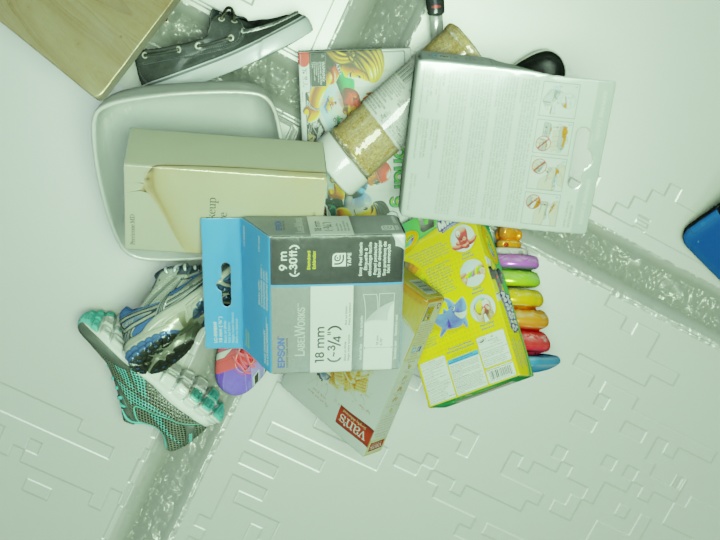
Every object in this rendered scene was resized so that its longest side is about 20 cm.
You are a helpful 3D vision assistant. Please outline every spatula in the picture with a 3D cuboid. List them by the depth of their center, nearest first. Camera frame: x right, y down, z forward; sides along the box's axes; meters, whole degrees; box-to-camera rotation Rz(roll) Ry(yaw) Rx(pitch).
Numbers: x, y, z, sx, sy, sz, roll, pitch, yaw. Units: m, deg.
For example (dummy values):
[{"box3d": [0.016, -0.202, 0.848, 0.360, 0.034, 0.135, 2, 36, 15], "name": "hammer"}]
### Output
[{"box3d": [0.083, -0.262, 1.074, 0.055, 0.021, 0.205, -4, 103, -1], "name": "spatula"}]

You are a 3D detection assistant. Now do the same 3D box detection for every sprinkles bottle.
[{"box3d": [0.041, -0.169, 1.039, 0.199, 0.068, 0.068, -41, 102, 7], "name": "sprinkles bottle"}]

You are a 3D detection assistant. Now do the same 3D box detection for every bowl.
[{"box3d": [-0.177, -0.113, 1.050, 0.195, 0.075, 0.203, -5, 126, -4], "name": "bowl"}]

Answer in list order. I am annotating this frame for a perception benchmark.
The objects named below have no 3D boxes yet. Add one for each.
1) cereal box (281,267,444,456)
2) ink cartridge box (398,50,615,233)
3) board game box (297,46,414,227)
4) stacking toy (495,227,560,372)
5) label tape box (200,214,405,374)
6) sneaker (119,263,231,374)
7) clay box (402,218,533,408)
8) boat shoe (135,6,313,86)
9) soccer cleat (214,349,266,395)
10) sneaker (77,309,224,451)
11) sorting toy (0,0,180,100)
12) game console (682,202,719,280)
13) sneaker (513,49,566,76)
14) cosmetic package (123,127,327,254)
[{"box3d": [-0.002, 0.081, 1.088, 0.143, 0.039, 0.203, 35, 114, 32], "name": "cereal box"}, {"box3d": [0.143, -0.128, 0.996, 0.195, 0.047, 0.163, 5, 113, -2], "name": "ink cartridge box"}, {"box3d": [-0.004, -0.142, 1.097, 0.123, 0.035, 0.205, -3, 103, -3], "name": "board game box"}, {"box3d": [0.165, 0.013, 1.118, 0.114, 0.109, 0.205, 1, 87, 30], "name": "stacking toy"}, {"box3d": [-0.058, 0.024, 0.971, 0.195, 0.063, 0.147, -2, 112, -7], "name": "label tape box"}, {"box3d": [-0.182, 0.020, 1.062, 0.198, 0.077, 0.086, -34, 62, 2], "name": "sneaker"}, {"box3d": [0.103, 0.034, 1.067, 0.113, 0.047, 0.204, -23, 72, 28], "name": "clay box"}, {"box3d": [-0.150, -0.245, 1.052, 0.196, 0.070, 0.067, -20, 105, 9], "name": "boat shoe"}, {"box3d": [-0.110, 0.069, 1.109, 0.067, 0.074, 0.202, 28, 111, -14], "name": "soccer cleat"}, {"box3d": [-0.254, 0.131, 1.126, 0.200, 0.078, 0.091, 43, 102, -9], "name": "sneaker"}, {"box3d": [-0.274, -0.306, 1.001, 0.199, 0.070, 0.200, 38, 87, 2], "name": "sorting toy"}, {"box3d": [0.506, -0.050, 1.158, 0.199, 0.119, 0.170, 41, 129, -11], "name": "game console"}, {"box3d": [0.158, -0.153, 1.065, 0.073, 0.112, 0.200, 43, 97, -12], "name": "sneaker"}, {"box3d": [-0.136, -0.076, 0.992, 0.195, 0.074, 0.105, 2, 127, -9], "name": "cosmetic package"}]
